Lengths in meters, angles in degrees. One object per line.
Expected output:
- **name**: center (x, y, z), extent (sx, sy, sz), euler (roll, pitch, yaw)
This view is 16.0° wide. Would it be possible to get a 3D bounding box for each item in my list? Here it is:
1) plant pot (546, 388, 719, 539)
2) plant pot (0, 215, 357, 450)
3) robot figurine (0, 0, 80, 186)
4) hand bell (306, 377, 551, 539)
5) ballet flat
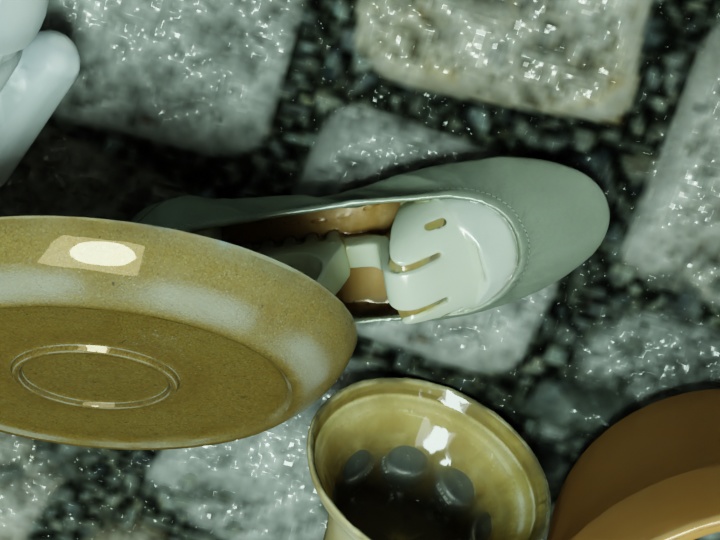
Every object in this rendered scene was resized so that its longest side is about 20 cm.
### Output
- **plant pot**: center (0.150, 0.140, 1.018), extent (0.199, 0.140, 0.201), euler (-2, 119, -3)
- **plant pot**: center (-0.101, 0.031, 0.979), extent (0.199, 0.028, 0.200), euler (3, 156, 1)
- **robot figurine**: center (-0.189, -0.084, 0.944), extent (0.169, 0.113, 0.200), euler (20, 119, -34)
- **hand bell**: center (-0.001, 0.151, 1.086), extent (0.103, 0.104, 0.201), euler (18, 130, -6)
- **ballet flat**: center (0.000, 0.000, 1.005), extent (0.199, 0.064, 0.068), euler (-5, 117, 6)
